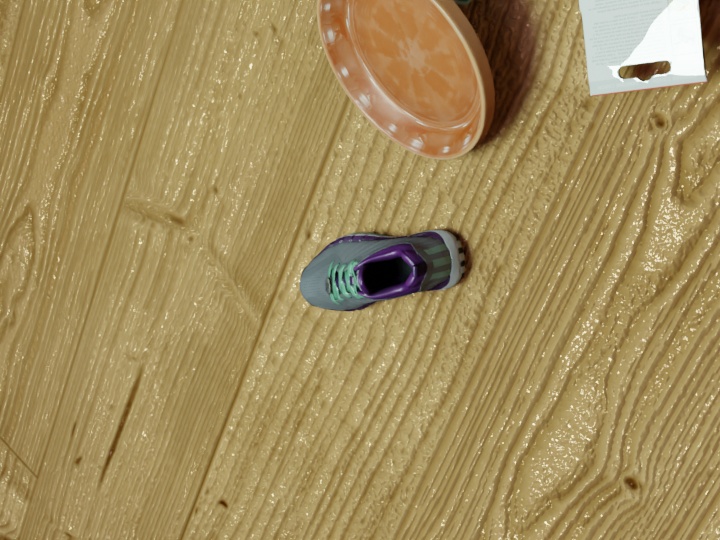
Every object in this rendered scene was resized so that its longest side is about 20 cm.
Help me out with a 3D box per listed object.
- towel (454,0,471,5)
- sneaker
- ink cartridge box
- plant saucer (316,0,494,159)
[{"bbox_3d":[0.027,-0.338,1.135,0.171,0.048,0.202,37,148,50],"label":"towel"},{"bbox_3d":[0.000,0.000,1.259,0.198,0.087,0.075,-14,90,40],"label":"sneaker"},{"bbox_3d":[0.228,-0.247,1.048,0.108,0.050,0.203,-1,99,39],"label":"ink cartridge box"},{"bbox_3d":[0.042,-0.191,1.174,0.200,0.032,0.201,37,151,24],"label":"plant saucer"}]
